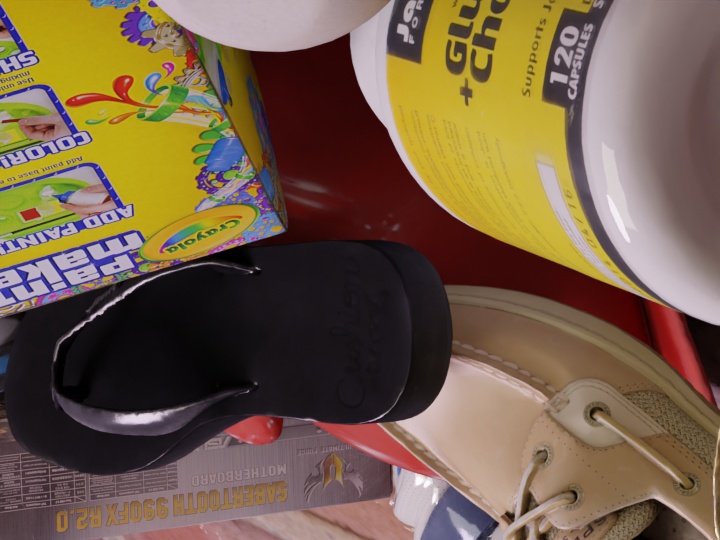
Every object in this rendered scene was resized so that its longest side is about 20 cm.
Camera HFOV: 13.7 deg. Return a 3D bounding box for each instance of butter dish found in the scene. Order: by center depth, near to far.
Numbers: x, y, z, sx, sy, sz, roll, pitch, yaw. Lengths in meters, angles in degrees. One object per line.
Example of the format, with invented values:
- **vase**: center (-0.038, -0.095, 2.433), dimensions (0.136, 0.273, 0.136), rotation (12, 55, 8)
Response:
- **butter dish**: center (0.000, 0.000, 1.032), dimensions (0.199, 0.148, 0.201), rotation (28, 153, 44)

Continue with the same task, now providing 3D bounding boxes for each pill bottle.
- **pill bottle**: center (0.071, -0.056, 0.820), dimensions (0.112, 0.112, 0.200), rotation (56, 167, -22)

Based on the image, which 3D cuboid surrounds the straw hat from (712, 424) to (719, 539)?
- **straw hat**: center (0.178, 0.029, 0.739), dimensions (0.202, 0.200, 0.085), rotation (56, -171, -22)

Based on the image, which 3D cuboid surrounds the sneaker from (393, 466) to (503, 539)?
- **sneaker**: center (0.074, 0.102, 1.163), dimensions (0.147, 0.081, 0.200), rotation (47, 166, -10)

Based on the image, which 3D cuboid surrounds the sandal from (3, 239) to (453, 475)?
- **sandal**: center (-0.055, 0.022, 0.966), dimensions (0.199, 0.043, 0.077), rotation (-14, 82, 46)

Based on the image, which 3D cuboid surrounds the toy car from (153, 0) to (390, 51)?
- **toy car**: center (0.009, -0.163, 0.745), dimensions (0.149, 0.176, 0.201), rotation (0, 141, 12)

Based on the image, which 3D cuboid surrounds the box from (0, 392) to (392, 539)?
- **box**: center (-0.108, 0.077, 1.330), dimensions (0.158, 0.199, 0.049), rotation (13, 106, 60)

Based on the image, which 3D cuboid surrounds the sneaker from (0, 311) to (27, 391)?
- **sneaker**: center (-0.129, -0.015, 1.078), dimensions (0.082, 0.073, 0.200), rotation (57, 146, 14)

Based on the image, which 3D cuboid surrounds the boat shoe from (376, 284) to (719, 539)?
- **boat shoe**: center (0.076, 0.070, 0.915), dimensions (0.199, 0.065, 0.072), rotation (29, 134, 18)

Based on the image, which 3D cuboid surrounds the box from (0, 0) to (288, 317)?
- **box**: center (-0.116, -0.121, 0.907), dimensions (0.193, 0.121, 0.201), rotation (64, -169, -61)
